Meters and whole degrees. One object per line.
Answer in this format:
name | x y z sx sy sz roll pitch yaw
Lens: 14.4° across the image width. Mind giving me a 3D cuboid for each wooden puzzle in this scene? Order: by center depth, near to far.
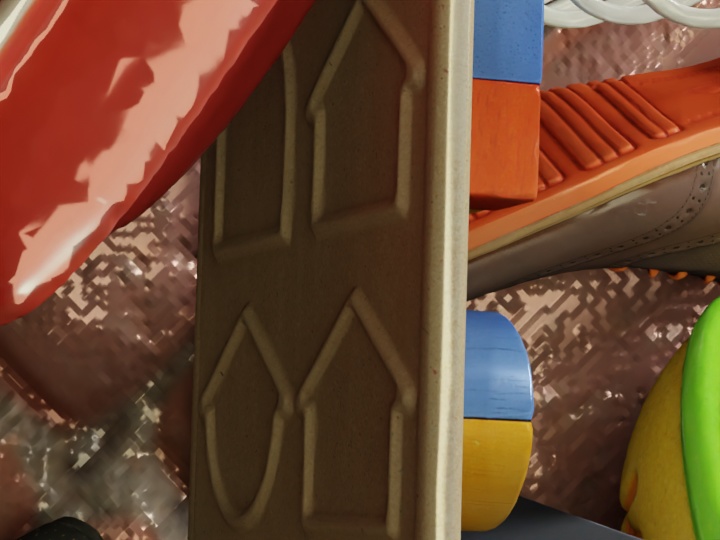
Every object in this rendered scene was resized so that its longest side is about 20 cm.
wooden puzzle | 0.000 0.000 0.712 0.046 0.185 0.201 8 84 -20

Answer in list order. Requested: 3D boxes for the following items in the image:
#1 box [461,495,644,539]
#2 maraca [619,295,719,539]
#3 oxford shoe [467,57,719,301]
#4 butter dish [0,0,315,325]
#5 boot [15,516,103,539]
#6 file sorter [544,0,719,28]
box | 0.047 0.174 0.729 0.123 0.200 0.199 -23 96 -10
maraca | 0.132 0.100 0.781 0.137 0.107 0.201 9 63 -54
oxford shoe | 0.087 -0.018 0.805 0.199 0.071 0.073 -21 116 -1
butter dish | -0.079 -0.089 0.669 0.200 0.148 0.200 30 81 24
boot | -0.100 0.176 0.757 0.131 0.070 0.201 -21 83 -23
file sorter | 0.076 -0.138 0.736 0.138 0.200 0.125 -26 100 -11
